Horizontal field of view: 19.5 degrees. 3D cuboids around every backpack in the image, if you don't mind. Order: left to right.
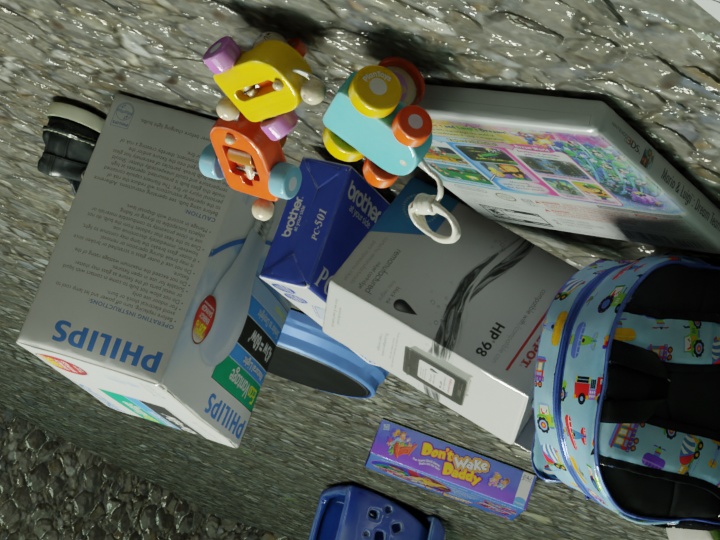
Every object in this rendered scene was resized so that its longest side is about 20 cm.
[{"bbox_3d":[0.179,0.074,1.347,0.134,0.184,0.199,10,-178,40],"label":"backpack"}]

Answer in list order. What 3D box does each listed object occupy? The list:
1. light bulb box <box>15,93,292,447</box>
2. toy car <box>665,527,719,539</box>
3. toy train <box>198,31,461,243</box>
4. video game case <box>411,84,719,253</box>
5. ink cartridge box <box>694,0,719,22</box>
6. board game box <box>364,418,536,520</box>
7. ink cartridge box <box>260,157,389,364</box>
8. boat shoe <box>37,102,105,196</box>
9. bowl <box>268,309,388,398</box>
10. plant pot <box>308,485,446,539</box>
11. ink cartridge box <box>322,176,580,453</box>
[{"bbox_3d":[-0.138,0.005,1.589,0.124,0.201,0.198,16,167,19],"label":"light bulb box"},{"bbox_3d":[0.295,0.120,1.520,0.151,0.174,0.200,60,-160,0],"label":"toy car"},{"bbox_3d":[-0.020,-0.087,1.289,0.199,0.056,0.151,14,144,33],"label":"toy train"},{"bbox_3d":[0.112,-0.066,1.310,0.199,0.024,0.182,11,164,41],"label":"video game case"},{"bbox_3d":[0.190,-0.126,0.886,0.199,0.044,0.094,30,166,-38],"label":"ink cartridge box"},{"bbox_3d":[0.108,0.245,2.562,0.199,0.045,0.135,20,167,1],"label":"board game box"},{"bbox_3d":[0.000,0.000,1.559,0.044,0.095,0.200,13,165,29],"label":"ink cartridge box"},{"bbox_3d":[-0.205,-0.068,1.692,0.074,0.067,0.199,16,167,18],"label":"boat shoe"},{"bbox_3d":[-0.068,0.081,2.166,0.199,0.040,0.201,20,167,5],"label":"bowl"},{"bbox_3d":[0.018,0.450,3.232,0.179,0.201,0.200,17,168,-13],"label":"plant pot"},{"bbox_3d":[0.088,0.035,1.446,0.199,0.116,0.067,30,146,13],"label":"ink cartridge box"}]
